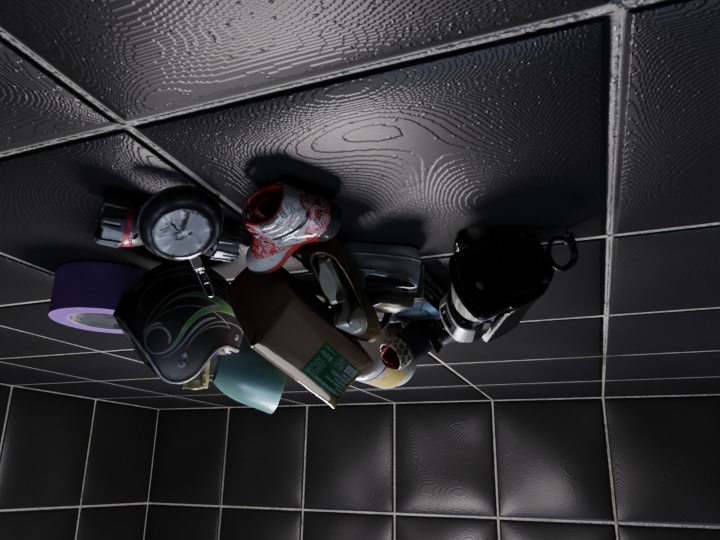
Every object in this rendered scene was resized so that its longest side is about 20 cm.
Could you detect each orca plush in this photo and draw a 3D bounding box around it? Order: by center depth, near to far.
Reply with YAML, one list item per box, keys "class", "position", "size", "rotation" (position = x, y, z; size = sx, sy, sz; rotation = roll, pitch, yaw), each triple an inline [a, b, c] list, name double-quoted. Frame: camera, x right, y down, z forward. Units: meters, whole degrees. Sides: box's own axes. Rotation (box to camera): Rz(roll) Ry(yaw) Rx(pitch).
- class: "orca plush"
  position: [0.197, 0.059, 1.094]
  size: [0.197, 0.106, 0.072]
  rotation: [-29, 108, 17]

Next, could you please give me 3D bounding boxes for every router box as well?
- class: "router box"
  position: [0.051, 0.051, 1.131]
  size: [0.194, 0.064, 0.150]
  rotation: [-7, 158, 24]

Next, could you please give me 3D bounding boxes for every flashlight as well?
- class: "flashlight"
  position: [-0.262, -0.054, 0.844]
  size: [0.195, 0.068, 0.069]
  rotation: [10, 123, -31]

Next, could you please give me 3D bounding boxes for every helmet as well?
- class: "helmet"
  position: [-0.297, 0.082, 1.037]
  size: [0.189, 0.202, 0.200]
  rotation: [-38, 176, -24]

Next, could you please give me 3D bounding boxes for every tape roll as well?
- class: "tape roll"
  position: [-0.473, 0.055, 1.141]
  size: [0.193, 0.088, 0.201]
  rotation: [0, 161, 0]

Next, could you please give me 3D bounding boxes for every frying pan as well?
- class: "frying pan"
  position: [-0.243, -0.027, 0.820]
  size: [0.112, 0.031, 0.194]
  rotation: [-4, 128, -26]

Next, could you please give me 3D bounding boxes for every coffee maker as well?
- class: "coffee maker"
  position: [0.223, 0.033, 0.954]
  size: [0.186, 0.139, 0.201]
  rotation: [0, 162, 2]

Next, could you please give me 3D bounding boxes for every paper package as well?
- class: "paper package"
  position: [-0.102, 0.093, 0.979]
  size: [0.200, 0.104, 0.191]
  rotation: [44, -179, -33]

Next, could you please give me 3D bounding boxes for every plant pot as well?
- class: "plant pot"
  position: [-0.269, 0.227, 1.481]
  size: [0.157, 0.206, 0.200]
  rotation: [17, 158, -15]

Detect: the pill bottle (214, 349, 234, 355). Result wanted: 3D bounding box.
- class: "pill bottle"
  position: [-0.357, 0.124, 1.295]
  size: [0.194, 0.115, 0.112]
  rotation: [-4, 161, 15]

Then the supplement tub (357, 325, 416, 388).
- class: "supplement tub"
  position: [0.042, 0.197, 1.431]
  size: [0.142, 0.150, 0.199]
  rotation: [-8, 160, 26]

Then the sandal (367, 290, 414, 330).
- class: "sandal"
  position: [0.025, 0.076, 1.010]
  size: [0.080, 0.056, 0.198]
  rotation: [9, 165, -29]

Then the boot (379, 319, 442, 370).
- class: "boot"
  position: [0.094, 0.130, 1.214]
  size: [0.151, 0.075, 0.202]
  rotation: [-24, -170, -22]

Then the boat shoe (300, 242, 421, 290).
- class: "boat shoe"
  position: [0.000, 0.000, 0.969]
  size: [0.194, 0.074, 0.070]
  rotation: [0, 162, 1]

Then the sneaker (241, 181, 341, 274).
- class: "sneaker"
  position: [-0.126, -0.058, 0.819]
  size: [0.106, 0.069, 0.199]
  rotation: [19, 151, -40]

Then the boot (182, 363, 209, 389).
- class: "boot"
  position: [-0.391, 0.202, 1.453]
  size: [0.071, 0.160, 0.200]
  rotation: [5, 161, -14]

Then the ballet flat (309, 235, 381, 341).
- class: "ballet flat"
  position: [-0.027, 0.039, 0.916]
  size: [0.066, 0.073, 0.204]
  rotation: [-14, 113, 20]
